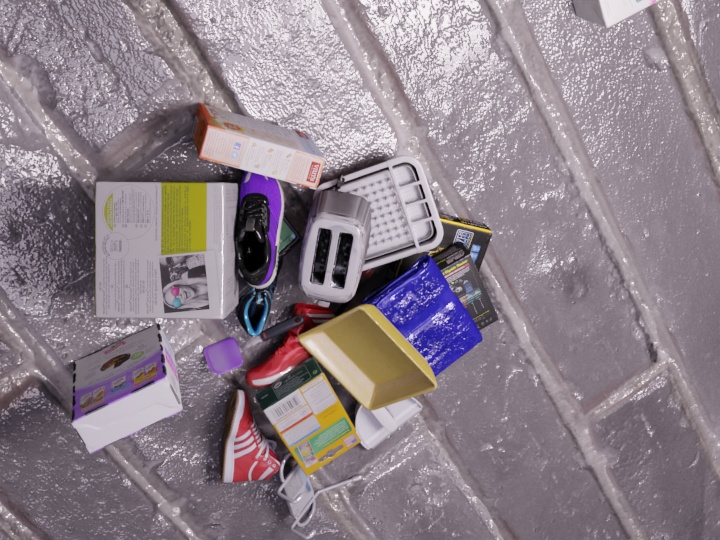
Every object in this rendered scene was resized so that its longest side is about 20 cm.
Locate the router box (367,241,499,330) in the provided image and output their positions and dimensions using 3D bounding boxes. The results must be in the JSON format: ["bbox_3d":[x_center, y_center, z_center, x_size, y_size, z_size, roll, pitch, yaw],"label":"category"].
[{"bbox_3d":[0.131,0.064,1.767,0.198,0.062,0.151,-28,118,-2],"label":"router box"}]

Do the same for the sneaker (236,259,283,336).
[{"bbox_3d":[-0.169,0.016,1.703,0.072,0.082,0.203,4,111,-14],"label":"sneaker"}]

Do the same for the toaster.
[{"bbox_3d":[-0.042,-0.043,1.638,0.112,0.130,0.203,12,112,-2],"label":"toaster"}]

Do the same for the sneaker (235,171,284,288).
[{"bbox_3d":[-0.165,-0.076,1.578,0.068,0.099,0.204,-2,84,8],"label":"sneaker"}]

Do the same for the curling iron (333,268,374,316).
[{"bbox_3d":[0.000,0.000,1.778,0.049,0.026,0.202,26,108,-7],"label":"curling iron"}]

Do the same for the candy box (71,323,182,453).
[{"bbox_3d":[-0.392,0.191,1.650,0.166,0.200,0.072,-25,117,-4],"label":"candy box"}]

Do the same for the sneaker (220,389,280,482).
[{"bbox_3d":[-0.197,0.308,1.830,0.110,0.072,0.203,4,119,-13],"label":"sneaker"}]

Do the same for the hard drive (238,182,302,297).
[{"bbox_3d":[-0.212,-0.040,1.654,0.200,0.038,0.140,-43,83,6],"label":"hard drive"}]

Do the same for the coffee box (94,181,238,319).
[{"bbox_3d":[-0.295,-0.036,1.529,0.194,0.200,0.204,0,94,-1],"label":"coffee box"}]

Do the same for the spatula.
[{"bbox_3d":[-0.186,0.125,1.749,0.198,0.021,0.057,-26,78,15],"label":"spatula"}]

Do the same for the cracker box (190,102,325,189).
[{"bbox_3d":[-0.165,-0.199,1.580,0.197,0.134,0.059,13,109,-20],"label":"cracker box"}]

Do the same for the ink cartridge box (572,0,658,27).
[{"bbox_3d":[0.461,-0.487,1.642,0.198,0.116,0.068,-28,117,-3],"label":"ink cartridge box"}]

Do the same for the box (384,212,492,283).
[{"bbox_3d":[0.135,-0.003,1.801,0.157,0.049,0.203,11,109,-22],"label":"box"}]

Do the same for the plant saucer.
[{"bbox_3d":[0.017,0.142,1.705,0.200,0.049,0.199,46,140,-15],"label":"plant saucer"}]

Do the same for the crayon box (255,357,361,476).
[{"bbox_3d":[-0.092,0.268,1.789,0.125,0.052,0.202,-31,129,-6],"label":"crayon box"}]

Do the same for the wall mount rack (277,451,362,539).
[{"bbox_3d":[-0.082,0.411,1.900,0.174,0.074,0.202,-48,141,-35],"label":"wall mount rack"}]

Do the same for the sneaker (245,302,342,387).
[{"bbox_3d":[-0.129,0.125,1.780,0.197,0.078,0.117,-23,105,-12],"label":"sneaker"}]

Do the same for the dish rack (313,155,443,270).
[{"bbox_3d":[0.031,-0.100,1.702,0.197,0.044,0.174,-18,110,10],"label":"dish rack"}]

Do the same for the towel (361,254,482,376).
[{"bbox_3d":[0.112,0.090,1.710,0.147,0.050,0.201,-35,117,3],"label":"towel"}]

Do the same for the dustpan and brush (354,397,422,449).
[{"bbox_3d":[0.024,0.254,1.875,0.139,0.057,0.201,-37,117,3],"label":"dustpan and brush"}]
